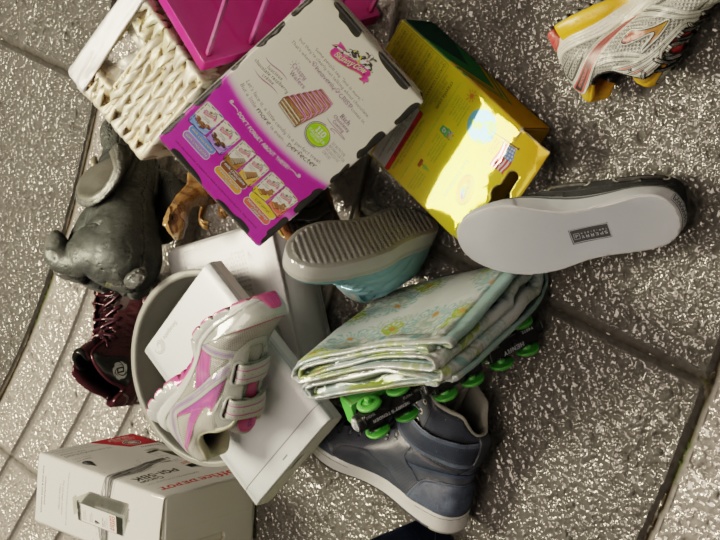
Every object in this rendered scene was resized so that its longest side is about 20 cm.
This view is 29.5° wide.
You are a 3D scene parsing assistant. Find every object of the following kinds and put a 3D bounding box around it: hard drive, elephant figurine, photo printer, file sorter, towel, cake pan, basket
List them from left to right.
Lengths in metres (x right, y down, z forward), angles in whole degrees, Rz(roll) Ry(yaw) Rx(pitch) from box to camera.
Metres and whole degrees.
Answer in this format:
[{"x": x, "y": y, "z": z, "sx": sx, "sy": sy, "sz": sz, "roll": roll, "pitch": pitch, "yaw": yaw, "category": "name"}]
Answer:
[{"x": -0.255, "y": -0.079, "z": 1.472, "sx": 0.155, "sy": 0.142, "sz": 0.201, "roll": 14, "pitch": 79, "yaw": 12, "category": "elephant figurine"}, {"x": -0.159, "y": -0.197, "z": 1.349, "sx": 0.136, "sy": 0.200, "sz": 0.124, "roll": -44, "pitch": 74, "yaw": 34, "category": "basket"}, {"x": -0.150, "y": 0.097, "z": 1.384, "sx": 0.200, "sy": 0.037, "sz": 0.201, "roll": 5, "pitch": 99, "yaw": 35, "category": "cake pan"}, {"x": -0.118, "y": 0.108, "z": 1.324, "sx": 0.200, "sy": 0.027, "sz": 0.132, "roll": 51, "pitch": 120, "yaw": 21, "category": "hard drive"}, {"x": -0.110, "y": 0.056, "z": 1.418, "sx": 0.166, "sy": 0.069, "sz": 0.201, "roll": -15, "pitch": 86, "yaw": 37, "category": "photo printer"}, {"x": -0.079, "y": -0.297, "z": 1.250, "sx": 0.139, "sy": 0.199, "sz": 0.126, "roll": 58, "pitch": 148, "yaw": 18, "category": "file sorter"}, {"x": 0.054, "y": 0.049, "z": 1.209, "sx": 0.171, "sy": 0.200, "sz": 0.048, "roll": -10, "pitch": 106, "yaw": 37, "category": "towel"}]

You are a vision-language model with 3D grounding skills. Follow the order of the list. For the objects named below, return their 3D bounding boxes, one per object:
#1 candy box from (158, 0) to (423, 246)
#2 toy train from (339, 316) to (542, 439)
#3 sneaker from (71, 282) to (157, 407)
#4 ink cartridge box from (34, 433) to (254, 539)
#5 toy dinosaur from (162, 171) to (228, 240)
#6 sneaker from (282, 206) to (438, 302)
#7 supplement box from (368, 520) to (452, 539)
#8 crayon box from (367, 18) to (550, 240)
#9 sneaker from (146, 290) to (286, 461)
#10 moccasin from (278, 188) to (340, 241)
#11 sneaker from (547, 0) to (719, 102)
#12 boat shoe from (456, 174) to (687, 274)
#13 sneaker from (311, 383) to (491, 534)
[{"x": -0.061, "y": -0.139, "z": 1.223, "sx": 0.200, "sy": 0.061, "sz": 0.136, "roll": -40, "pitch": 101, "yaw": 12, "category": "candy box"}, {"x": 0.072, "y": 0.088, "z": 1.219, "sx": 0.056, "sy": 0.199, "sz": 0.042, "roll": 33, "pitch": 146, "yaw": 58, "category": "toy train"}, {"x": -0.280, "y": 0.059, "z": 1.524, "sx": 0.076, "sy": 0.115, "sz": 0.201, "roll": -26, "pitch": 80, "yaw": 37, "category": "sneaker"}, {"x": -0.233, "y": 0.247, "z": 1.489, "sx": 0.199, "sy": 0.147, "sz": 0.083, "roll": 11, "pitch": 100, "yaw": 36, "category": "ink cartridge box"}, {"x": -0.154, "y": -0.104, "z": 1.427, "sx": 0.106, "sy": 0.200, "sz": 0.060, "roll": 26, "pitch": 126, "yaw": -14, "category": "toy dinosaur"}, {"x": 0.000, "y": 0.000, "z": 1.245, "sx": 0.074, "sy": 0.200, "sz": 0.082, "roll": 31, "pitch": 118, "yaw": 32, "category": "sneaker"}, {"x": 0.025, "y": 0.379, "z": 1.308, "sx": 0.200, "sy": 0.134, "sz": 0.200, "roll": -45, "pitch": 68, "yaw": 32, "category": "supplement box"}, {"x": 0.085, "y": -0.121, "z": 1.257, "sx": 0.200, "sy": 0.051, "sz": 0.127, "roll": 47, "pitch": 121, "yaw": 25, "category": "crayon box"}, {"x": -0.116, "y": 0.100, "z": 1.263, "sx": 0.088, "sy": 0.081, "sz": 0.200, "roll": 49, "pitch": 127, "yaw": 19, "category": "sneaker"}, {"x": -0.060, "y": -0.074, "z": 1.344, "sx": 0.078, "sy": 0.073, "sz": 0.202, "roll": 87, "pitch": 160, "yaw": -47, "category": "moccasin"}, {"x": 0.248, "y": -0.197, "z": 1.112, "sx": 0.200, "sy": 0.078, "sz": 0.082, "roll": -23, "pitch": 85, "yaw": 47, "category": "sneaker"}, {"x": 0.182, "y": -0.042, "z": 1.165, "sx": 0.199, "sy": 0.057, "sz": 0.069, "roll": -6, "pitch": 116, "yaw": 26, "category": "boat shoe"}, {"x": 0.033, "y": 0.139, "z": 1.302, "sx": 0.202, "sy": 0.077, "sz": 0.147, "roll": 27, "pitch": 123, "yaw": 23, "category": "sneaker"}]
